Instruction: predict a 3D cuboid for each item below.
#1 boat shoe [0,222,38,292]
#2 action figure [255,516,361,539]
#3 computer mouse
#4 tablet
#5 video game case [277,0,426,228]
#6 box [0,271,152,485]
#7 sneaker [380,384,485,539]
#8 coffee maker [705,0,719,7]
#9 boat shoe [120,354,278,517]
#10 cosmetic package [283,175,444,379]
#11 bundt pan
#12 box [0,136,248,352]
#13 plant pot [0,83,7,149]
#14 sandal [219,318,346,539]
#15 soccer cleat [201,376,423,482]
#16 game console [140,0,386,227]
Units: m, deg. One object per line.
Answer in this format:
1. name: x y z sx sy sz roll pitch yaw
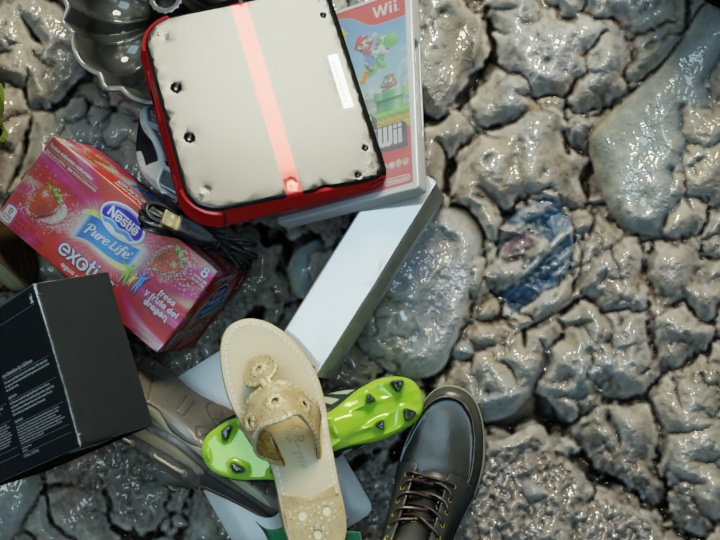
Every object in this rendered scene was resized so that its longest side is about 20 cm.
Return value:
1. boat shoe: -0.372 -0.046 1.186 0.072 0.200 0.072 -15 48 16
2. action figure: -0.023 0.314 1.149 0.118 0.055 0.200 -1 103 42
3. computer mouse: -0.162 -0.077 1.178 0.044 0.110 0.200 -55 35 26
4. tablet: -0.092 0.167 1.205 0.130 0.014 0.200 -32 81 4
5. video game case: -0.011 -0.145 1.170 0.143 0.017 0.200 -13 65 27
6. box: -0.279 0.099 1.149 0.200 0.079 0.141 -25 82 47
7. sneaker: 0.061 0.198 1.134 0.075 0.106 0.200 13 87 9
8. coffee maker: 0.353 -0.336 1.149 0.192 0.135 0.200 34 91 -14
9. boat shoe: -0.152 0.158 1.180 0.200 0.074 0.073 38 119 2
10. cosmetic package: 0.000 0.000 1.173 0.051 0.083 0.200 32 89 9
11. bundt pan: -0.172 -0.244 1.221 0.202 0.076 0.202 -1 84 7
12. box: -0.214 -0.024 1.191 0.200 0.100 0.095 39 97 10
13. plant pot: -0.433 -0.159 1.206 0.190 0.200 0.200 -10 83 -5
14. sandal: -0.057 0.132 1.070 0.078 0.070 0.212 -17 81 -10
15. soccer cleat: -0.041 0.141 1.149 0.200 0.081 0.068 -14 80 -11
16. game console: -0.087 -0.143 1.127 0.177 0.031 0.200 -13 71 -12
